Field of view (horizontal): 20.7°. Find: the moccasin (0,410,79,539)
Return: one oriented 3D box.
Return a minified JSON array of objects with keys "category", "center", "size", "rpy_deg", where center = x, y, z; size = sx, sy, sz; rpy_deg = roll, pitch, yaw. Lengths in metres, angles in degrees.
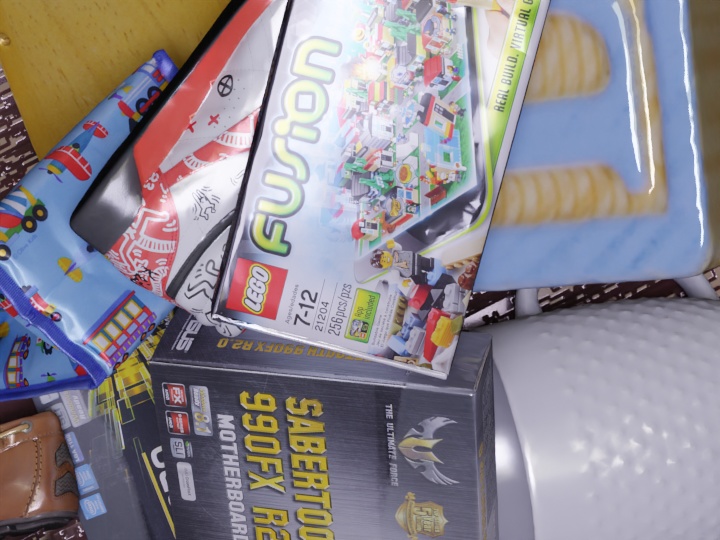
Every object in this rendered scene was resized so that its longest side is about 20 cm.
[{"category":"moccasin","center":[-0.254,0.122,1.085],"size":[0.199,0.074,0.079],"rpy_deg":[-16,78,18]}]

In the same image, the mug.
[{"category":"mug","center":[0.151,0.065,1.068],"size":[0.173,0.148,0.202],"rpy_deg":[-11,59,-8]}]

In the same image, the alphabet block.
[{"category":"alphabet block","center":[0.104,-0.098,0.968],"size":[0.193,0.200,0.199],"rpy_deg":[-3,95,27]}]

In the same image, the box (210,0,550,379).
[{"category":"box","center":[0.011,-0.064,0.852],"size":[0.109,0.035,0.202],"rpy_deg":[13,99,-7]}]

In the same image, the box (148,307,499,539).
[{"category":"box","center":[-0.012,0.118,0.962],"size":[0.157,0.048,0.202],"rpy_deg":[6,125,14]}]

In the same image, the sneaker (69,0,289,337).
[{"category":"sneaker","center":[-0.032,-0.067,0.900],"size":[0.108,0.067,0.202],"rpy_deg":[38,92,-12]}]

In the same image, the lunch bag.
[{"category":"lunch bag","center":[-0.151,-0.002,1.009],"size":[0.094,0.200,0.151],"rpy_deg":[45,59,-8]}]

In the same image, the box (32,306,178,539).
[{"category":"box","center":[-0.087,0.094,1.075],"size":[0.160,0.049,0.202],"rpy_deg":[-21,89,28]}]

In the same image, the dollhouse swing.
[{"category":"dollhouse swing","center":[-0.076,-0.163,1.076],"size":[0.198,0.177,0.183],"rpy_deg":[4,133,22]}]
